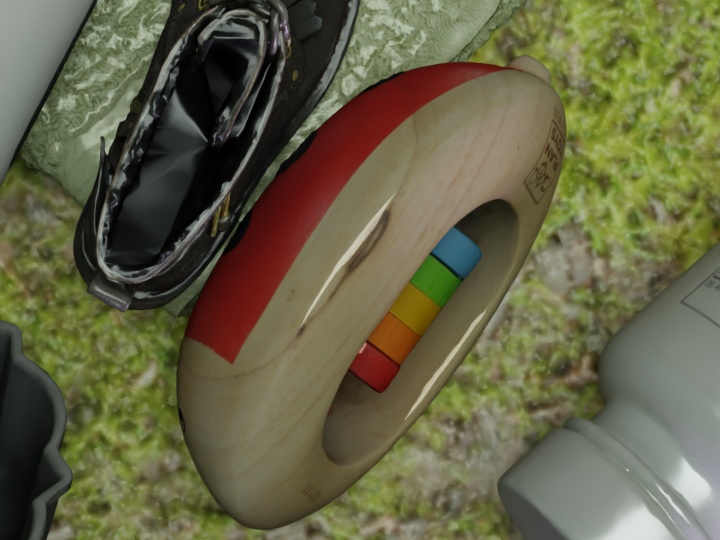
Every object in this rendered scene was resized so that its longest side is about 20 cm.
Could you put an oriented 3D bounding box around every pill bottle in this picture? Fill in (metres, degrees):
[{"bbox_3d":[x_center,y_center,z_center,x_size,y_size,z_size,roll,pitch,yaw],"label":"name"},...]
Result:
[{"bbox_3d":[0.154,0.047,1.032,0.200,0.114,0.114,-41,91,-10],"label":"pill bottle"}]

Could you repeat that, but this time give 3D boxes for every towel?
[{"bbox_3d":[-0.045,-0.096,1.065,0.148,0.036,0.200,45,80,-1],"label":"towel"}]

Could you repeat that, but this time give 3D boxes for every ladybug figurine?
[{"bbox_3d":[0.000,0.000,1.022,0.072,0.136,0.200,34,83,24],"label":"ladybug figurine"}]

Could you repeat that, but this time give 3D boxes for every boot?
[{"bbox_3d":[-0.042,-0.069,0.955,0.069,0.174,0.200,24,81,-4],"label":"boot"}]

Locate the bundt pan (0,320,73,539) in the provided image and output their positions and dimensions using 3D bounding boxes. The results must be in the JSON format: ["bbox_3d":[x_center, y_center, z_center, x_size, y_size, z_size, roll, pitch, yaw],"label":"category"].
[{"bbox_3d":[-0.202,0.084,0.965,0.202,0.076,0.202,6,40,-5],"label":"bundt pan"}]

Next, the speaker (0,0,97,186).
[{"bbox_3d":[-0.126,-0.123,1.004,0.081,0.081,0.200,27,74,-5],"label":"speaker"}]
